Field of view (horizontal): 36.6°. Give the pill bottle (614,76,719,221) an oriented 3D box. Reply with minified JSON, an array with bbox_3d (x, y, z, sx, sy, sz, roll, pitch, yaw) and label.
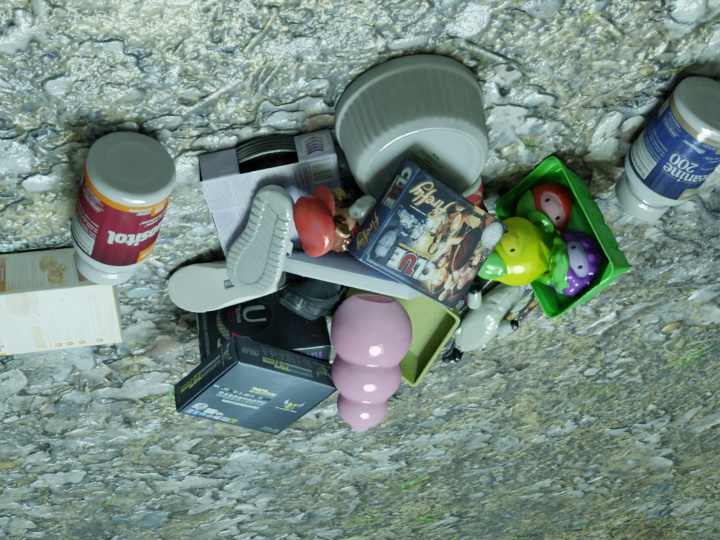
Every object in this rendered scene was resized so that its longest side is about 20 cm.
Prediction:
[{"bbox_3d":[0.438,-0.162,1.515,0.110,0.112,0.201,2,143,-22],"label":"pill bottle"}]

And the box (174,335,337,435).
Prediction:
[{"bbox_3d":[-0.156,0.177,1.641,0.199,0.051,0.157,20,133,-40],"label":"box"}]

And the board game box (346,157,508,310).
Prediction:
[{"bbox_3d":[0.089,-0.042,1.397,0.199,0.035,0.136,27,100,-44],"label":"board game box"}]

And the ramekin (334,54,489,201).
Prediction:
[{"bbox_3d":[0.072,-0.167,1.391,0.197,0.106,0.201,-9,147,-6],"label":"ramekin"}]

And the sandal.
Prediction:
[{"bbox_3d":[-0.123,-0.038,1.470,0.050,0.082,0.203,-42,168,-43],"label":"sandal"}]

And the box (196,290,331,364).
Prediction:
[{"bbox_3d":[-0.153,0.104,1.694,0.197,0.123,0.107,-6,145,-11],"label":"box"}]

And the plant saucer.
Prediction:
[{"bbox_3d":[0.052,0.057,1.684,0.048,0.199,0.201,-44,168,-40],"label":"plant saucer"}]

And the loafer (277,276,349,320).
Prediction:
[{"bbox_3d":[-0.065,0.029,1.584,0.071,0.068,0.200,-61,166,8],"label":"loafer"}]

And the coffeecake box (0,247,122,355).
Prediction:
[{"bbox_3d":[-0.448,0.045,1.552,0.197,0.074,0.154,-6,146,-10],"label":"coffeecake box"}]

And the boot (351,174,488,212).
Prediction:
[{"bbox_3d":[0.087,-0.072,1.570,0.198,0.073,0.145,-19,148,3],"label":"boot"}]

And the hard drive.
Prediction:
[{"bbox_3d":[0.000,0.000,1.535,0.198,0.027,0.132,12,-168,22],"label":"hard drive"}]

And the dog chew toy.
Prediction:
[{"bbox_3d":[0.010,0.139,1.618,0.123,0.124,0.203,3,101,-23],"label":"dog chew toy"}]

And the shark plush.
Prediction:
[{"bbox_3d":[0.192,0.088,1.674,0.090,0.083,0.201,31,129,11],"label":"shark plush"}]

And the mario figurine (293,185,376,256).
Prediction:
[{"bbox_3d":[0.002,-0.065,1.427,0.198,0.107,0.124,18,130,-34],"label":"mario figurine"}]

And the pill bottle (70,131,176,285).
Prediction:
[{"bbox_3d":[-0.309,-0.072,1.394,0.112,0.114,0.201,3,144,-22],"label":"pill bottle"}]

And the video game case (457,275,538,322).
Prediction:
[{"bbox_3d":[0.233,0.028,1.726,0.199,0.036,0.182,4,135,-49],"label":"video game case"}]

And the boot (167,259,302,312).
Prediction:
[{"bbox_3d":[-0.182,0.017,1.607,0.198,0.074,0.090,-6,-178,26],"label":"boot"}]

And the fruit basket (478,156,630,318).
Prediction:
[{"bbox_3d":[0.258,-0.042,1.548,0.214,0.218,0.155,16,137,-36],"label":"fruit basket"}]

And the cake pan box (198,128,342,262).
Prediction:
[{"bbox_3d":[-0.115,-0.099,1.478,0.182,0.053,0.201,-14,147,-2],"label":"cake pan box"}]
